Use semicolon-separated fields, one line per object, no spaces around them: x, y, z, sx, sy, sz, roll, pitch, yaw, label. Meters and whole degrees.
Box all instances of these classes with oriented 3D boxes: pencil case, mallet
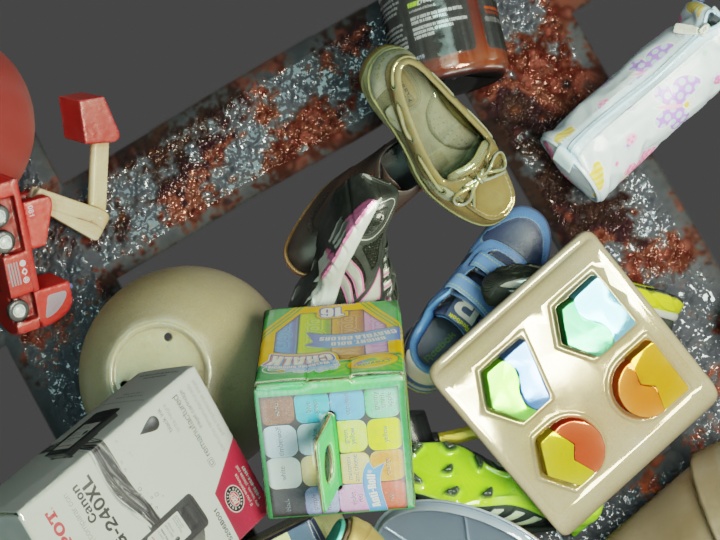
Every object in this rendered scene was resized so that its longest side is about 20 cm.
0.257;-0.152;1.242;0.200;0.091;0.083;-42;85;1;pencil case
0.119;0.134;1.262;0.199;0.041;0.066;-20;89;-2;mallet

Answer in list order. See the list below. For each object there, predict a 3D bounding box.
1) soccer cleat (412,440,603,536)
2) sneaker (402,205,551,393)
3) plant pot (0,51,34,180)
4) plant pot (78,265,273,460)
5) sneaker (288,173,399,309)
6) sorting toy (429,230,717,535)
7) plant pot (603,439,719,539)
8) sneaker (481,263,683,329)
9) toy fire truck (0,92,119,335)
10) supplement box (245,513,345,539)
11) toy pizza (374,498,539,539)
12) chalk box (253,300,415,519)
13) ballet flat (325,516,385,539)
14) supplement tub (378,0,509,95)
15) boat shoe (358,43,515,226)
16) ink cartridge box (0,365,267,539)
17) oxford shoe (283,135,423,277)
0.115;0.202;1.224;0.199;0.081;0.068;11;48;-5;soccer cleat
0.106;0.027;1.244;0.074;0.082;0.200;36;87;6;sneaker
-0.417;-0.142;1.242;0.199;0.177;0.202;0;87;4;plant pot
-0.166;0.091;1.232;0.199;0.134;0.202;0;86;3;plant pot
0.000;0.000;1.230;0.086;0.200;0.081;12;43;-17;sneaker
0.184;0.097;1.157;0.185;0.036;0.200;-41;103;-4;sorting toy
0.288;0.268;1.176;0.173;0.200;0.201;-31;85;17;plant pot
0.196;0.045;1.216;0.199;0.074;0.085;9;95;-20;sneaker
-0.284;-0.053;1.274;0.141;0.049;0.201;-20;113;-33;toy fire truck
-0.088;0.305;1.180;0.199;0.200;0.135;-28;85;1;supplement box
0.104;0.262;1.196;0.200;0.201;0.032;30;49;5;toy pizza
-0.019;0.120;1.129;0.123;0.200;0.125;-4;112;1;chalk box
-0.039;0.284;1.047;0.063;0.069;0.200;34;90;-9;ballet flat
0.066;-0.264;1.253;0.106;0.107;0.201;-12;86;3;supplement tub
0.076;-0.111;1.194;0.073;0.063;0.201;-41;118;-8;boat shoe
-0.184;0.190;1.074;0.083;0.200;0.146;-11;112;44;ink cartridge box
0.006;-0.071;1.261;0.200;0.073;0.071;-43;85;0;oxford shoe
